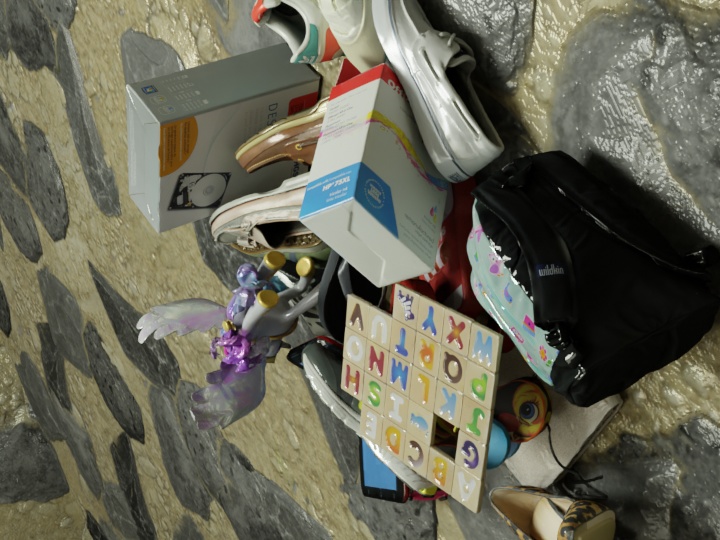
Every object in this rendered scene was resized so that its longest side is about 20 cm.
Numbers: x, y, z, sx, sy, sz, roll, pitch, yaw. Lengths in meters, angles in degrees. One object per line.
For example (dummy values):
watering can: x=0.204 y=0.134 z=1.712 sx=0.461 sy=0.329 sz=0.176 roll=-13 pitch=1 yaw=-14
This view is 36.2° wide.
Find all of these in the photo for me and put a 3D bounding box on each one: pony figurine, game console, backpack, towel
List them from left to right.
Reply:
pony figurine: x=-0.125 y=0.066 z=1.226 sx=0.167 sy=0.192 sz=0.200 roll=58 pitch=138 yaw=20
game console: x=-0.019 y=0.172 z=1.268 sx=0.172 sy=0.119 sz=0.200 roll=30 pitch=165 yaw=-8
towel: x=0.170 y=0.131 z=1.080 sx=0.133 sy=0.034 sz=0.200 roll=51 pitch=146 yaw=23
backpack: x=0.166 y=0.003 z=0.887 sx=0.200 sy=0.166 sz=0.127 roll=53 pitch=153 yaw=33

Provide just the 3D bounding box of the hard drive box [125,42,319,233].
hard drive box: x=-0.154 y=-0.150 z=1.229 sx=0.077 sy=0.199 sz=0.156 roll=47 pitch=145 yaw=32

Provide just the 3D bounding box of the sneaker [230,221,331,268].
sneaker: x=-0.071 y=-0.033 z=1.289 sx=0.200 sy=0.090 sz=0.068 roll=5 pitch=72 yaw=50

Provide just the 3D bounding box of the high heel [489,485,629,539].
high heel: x=0.162 y=0.229 z=1.010 sx=0.142 sy=0.072 sz=0.200 roll=19 pitch=172 yaw=26

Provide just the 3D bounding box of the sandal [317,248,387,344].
sandal: x=0.000 y=0.000 z=1.154 sx=0.043 sy=0.076 sz=0.201 roll=42 pitch=137 yaw=43

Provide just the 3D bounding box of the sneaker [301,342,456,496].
sneaker: x=0.024 y=0.138 z=1.135 sx=0.200 sy=0.085 sz=0.074 roll=44 pitch=177 yaw=11

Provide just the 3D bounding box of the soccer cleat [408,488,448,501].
soccer cleat: x=0.086 y=0.191 z=1.237 sx=0.200 sy=0.069 sz=0.087 roll=98 pitch=170 yaw=-56

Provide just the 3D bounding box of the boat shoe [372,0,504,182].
boat shoe: x=0.074 y=-0.181 z=0.996 sx=0.065 sy=0.073 sz=0.201 roll=-28 pitch=80 yaw=29

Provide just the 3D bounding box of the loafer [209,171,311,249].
loafer: x=-0.092 y=-0.054 z=1.200 sx=0.199 sy=0.072 sz=0.063 roll=-19 pitch=72 yaw=39

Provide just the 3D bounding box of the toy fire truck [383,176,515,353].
toy fire truck: x=0.074 y=0.012 z=1.090 sx=0.200 sy=0.111 sz=0.169 roll=128 pitch=142 yaw=-62

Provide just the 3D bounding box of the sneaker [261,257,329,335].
sneaker: x=-0.057 y=0.032 z=1.327 sx=0.200 sy=0.074 sz=0.089 roll=40 pitch=139 yaw=38

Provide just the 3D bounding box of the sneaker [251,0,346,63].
sneaker: x=-0.077 y=-0.296 z=1.113 sx=0.201 sy=0.093 sz=0.070 roll=61 pitch=149 yaw=8

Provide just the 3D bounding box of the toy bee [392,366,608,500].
toy bee: x=0.134 y=0.129 z=1.024 sx=0.131 sy=0.199 sz=0.109 roll=-96 pitch=18 yaw=-86

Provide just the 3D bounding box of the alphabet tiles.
alphabet tiles: x=0.047 y=0.100 z=0.994 sx=0.200 sy=0.008 sz=0.168 roll=27 pitch=120 yaw=46

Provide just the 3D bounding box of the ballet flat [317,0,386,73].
ballet flat: x=-0.015 y=-0.279 z=1.035 sx=0.069 sy=0.069 sz=0.201 roll=22 pitch=122 yaw=50

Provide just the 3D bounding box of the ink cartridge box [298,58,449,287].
ink cartridge box: x=0.023 y=-0.101 z=1.005 sx=0.067 sy=0.201 sz=0.116 roll=-19 pitch=136 yaw=37

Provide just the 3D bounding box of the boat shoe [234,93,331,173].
boat shoe: x=-0.047 y=-0.137 z=1.146 sx=0.199 sy=0.072 sz=0.068 roll=-20 pitch=98 yaw=32
